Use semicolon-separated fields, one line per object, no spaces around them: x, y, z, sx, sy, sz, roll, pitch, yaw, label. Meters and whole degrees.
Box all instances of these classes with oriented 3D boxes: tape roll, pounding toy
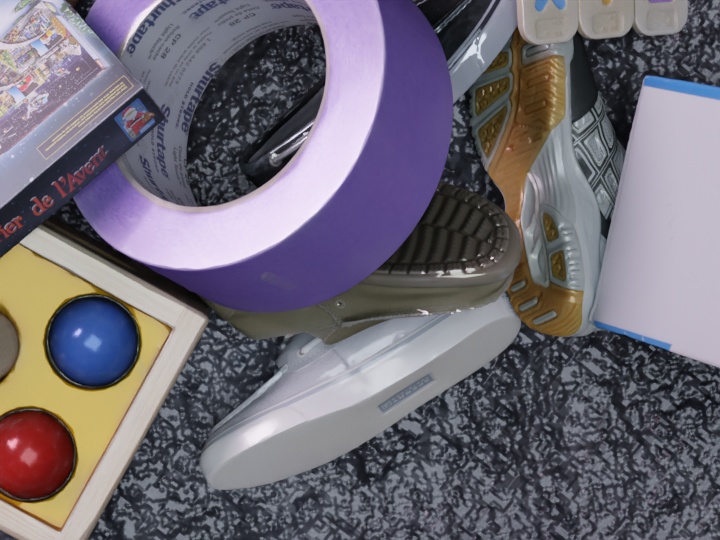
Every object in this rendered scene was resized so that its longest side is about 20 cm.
-0.057;-0.084;1.515;0.200;0.085;0.200;-9;69;25;tape roll
-0.213;0.056;1.553;0.200;0.142;0.184;29;92;-5;pounding toy

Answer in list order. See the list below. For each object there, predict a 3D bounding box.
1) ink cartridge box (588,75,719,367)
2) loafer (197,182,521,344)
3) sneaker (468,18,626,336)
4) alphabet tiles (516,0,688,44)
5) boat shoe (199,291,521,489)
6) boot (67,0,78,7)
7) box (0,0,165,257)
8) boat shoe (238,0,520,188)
0.258;-0.013;1.543;0.200;0.147;0.145;10;94;-32;ink cartridge box
0.000;0.000;1.559;0.200;0.076;0.068;0;137;27;loafer
0.120;-0.061;1.611;0.088;0.076;0.200;0;81;-38;sneaker
0.134;-0.225;1.568;0.200;0.015;0.196;-7;98;-33;alphabet tiles
-0.009;0.052;1.609;0.200;0.072;0.069;-33;64;5;boat shoe
-0.231;-0.217;1.562;0.200;0.077;0.156;21;95;-8;boot
-0.221;-0.066;1.498;0.200;0.038;0.137;-40;62;-3;box
0.014;-0.115;1.590;0.199;0.074;0.068;-44;111;10;boat shoe
